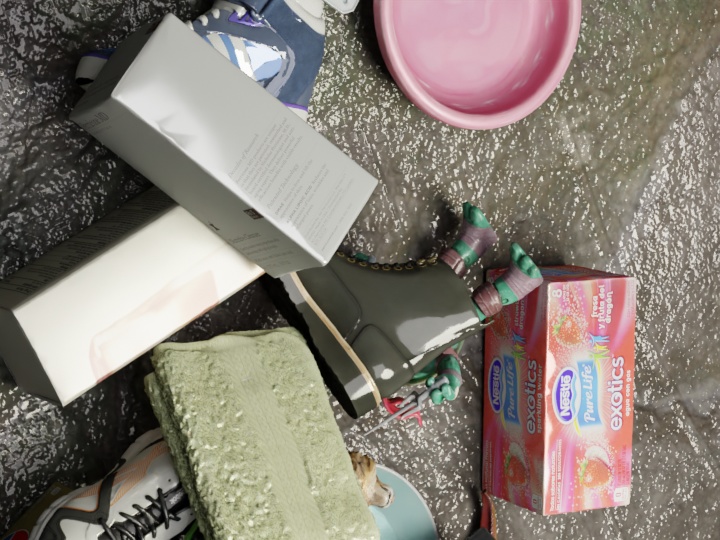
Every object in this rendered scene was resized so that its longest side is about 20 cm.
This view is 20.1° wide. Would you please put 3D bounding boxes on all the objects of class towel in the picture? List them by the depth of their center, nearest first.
[{"bbox_3d":[-0.072,0.139,1.527,0.148,0.036,0.201,-10,72,-35],"label":"towel"}]

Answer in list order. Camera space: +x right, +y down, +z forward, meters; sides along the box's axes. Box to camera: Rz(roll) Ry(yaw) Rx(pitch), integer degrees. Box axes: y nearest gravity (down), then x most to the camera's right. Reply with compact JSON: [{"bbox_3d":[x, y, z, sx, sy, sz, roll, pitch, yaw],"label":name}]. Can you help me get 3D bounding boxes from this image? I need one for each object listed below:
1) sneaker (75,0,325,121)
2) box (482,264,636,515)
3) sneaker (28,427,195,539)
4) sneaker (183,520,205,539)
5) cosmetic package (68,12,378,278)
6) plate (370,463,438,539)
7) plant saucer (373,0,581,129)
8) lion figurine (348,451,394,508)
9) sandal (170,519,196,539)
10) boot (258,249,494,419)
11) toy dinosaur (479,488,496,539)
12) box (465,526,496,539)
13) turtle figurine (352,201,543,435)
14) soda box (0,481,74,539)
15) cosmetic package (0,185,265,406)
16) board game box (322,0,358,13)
[{"bbox_3d":[-0.119,-0.192,1.572,0.199,0.080,0.148,10,85,-28],"label":"sneaker"},{"bbox_3d":[0.170,0.100,1.755,0.094,0.102,0.202,-3,99,-29],"label":"box"},{"bbox_3d":[-0.171,0.180,1.511,0.200,0.080,0.074,-47,116,-40],"label":"sneaker"},{"bbox_3d":[-0.072,0.168,1.585,0.077,0.083,0.201,32,69,-36],"label":"sneaker"},{"bbox_3d":[-0.099,-0.088,1.465,0.199,0.113,0.081,36,72,-15],"label":"cosmetic package"},{"bbox_3d":[-0.022,0.256,1.707,0.199,0.026,0.202,-3,97,-29],"label":"plate"},{"bbox_3d":[0.092,-0.220,1.701,0.199,0.051,0.202,-4,97,-30],"label":"plant saucer"},{"bbox_3d":[-0.051,0.234,1.628,0.072,0.123,0.200,40,92,-11],"label":"lion figurine"},{"bbox_3d":[-0.110,0.167,1.631,0.200,0.048,0.076,-34,111,-22],"label":"sandal"},{"bbox_3d":[0.000,0.000,1.622,0.138,0.077,0.201,-30,84,-13],"label":"boot"},{"bbox_3d":[0.079,0.326,1.763,0.181,0.105,0.201,-28,78,-15],"label":"toy dinosaur"},{"bbox_3d":[0.089,0.350,1.677,0.198,0.050,0.200,-38,79,-14],"label":"box"},{"bbox_3d":[0.049,0.043,1.684,0.200,0.101,0.150,-42,73,-7],"label":"turtle figurine"},{"bbox_3d":[-0.270,0.258,1.541,0.200,0.064,0.068,-47,116,-18],"label":"soda box"},{"bbox_3d":[-0.180,0.010,1.542,0.199,0.103,0.088,-33,109,-21],"label":"cosmetic package"},{"bbox_3d":[-0.043,-0.341,1.623,0.199,0.026,0.201,32,80,-29],"label":"board game box"}]
